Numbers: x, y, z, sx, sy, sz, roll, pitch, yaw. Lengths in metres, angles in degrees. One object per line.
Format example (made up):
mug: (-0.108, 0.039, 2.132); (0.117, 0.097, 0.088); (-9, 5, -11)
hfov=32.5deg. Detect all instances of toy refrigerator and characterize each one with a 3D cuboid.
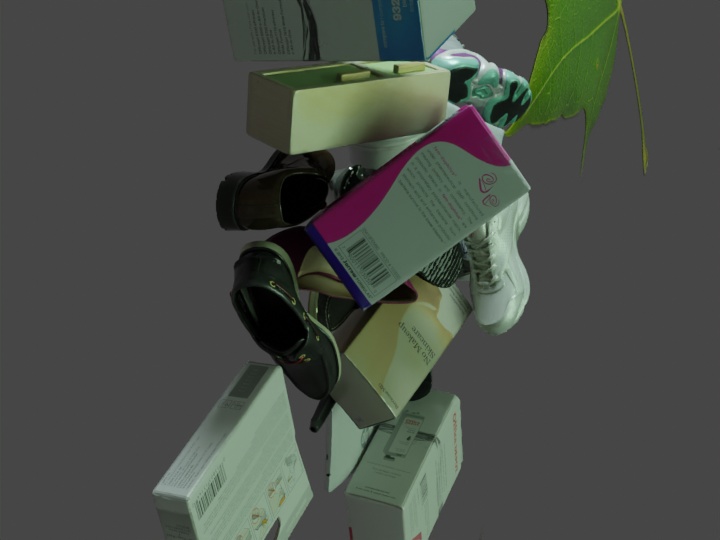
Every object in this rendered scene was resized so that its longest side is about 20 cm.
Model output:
toy refrigerator: (-0.010, -0.170, 1.223); (0.199, 0.076, 0.071); (-13, 118, -37)

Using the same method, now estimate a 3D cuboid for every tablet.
tablet: (0.001, 0.187, 1.541); (0.200, 0.014, 0.131); (-20, 115, -65)

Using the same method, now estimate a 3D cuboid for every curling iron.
curling iron: (-0.023, 0.109, 1.447); (0.201, 0.025, 0.050); (-64, 141, -38)

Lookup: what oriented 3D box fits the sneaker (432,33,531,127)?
sneaker: (0.134, -0.268, 1.614); (0.078, 0.140, 0.199); (-49, 143, 17)

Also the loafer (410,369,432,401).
loafer: (0.046, 0.062, 1.566); (0.072, 0.072, 0.202); (-123, -153, -75)

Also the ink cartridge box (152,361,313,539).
ink cartridge box: (-0.120, 0.219, 1.212); (0.200, 0.044, 0.177); (-55, 143, -49)

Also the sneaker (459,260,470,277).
sneaker: (0.071, -0.038, 1.576); (0.199, 0.114, 0.077); (27, 42, -38)

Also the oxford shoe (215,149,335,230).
oxford shoe: (-0.061, -0.079, 1.230); (0.200, 0.084, 0.073); (-44, 134, -59)

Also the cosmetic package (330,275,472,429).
cosmetic package: (0.038, 0.077, 1.437); (0.105, 0.071, 0.200); (50, 49, -15)

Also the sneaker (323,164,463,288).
sneaker: (0.031, -0.051, 1.380); (0.200, 0.088, 0.074); (40, 70, -28)

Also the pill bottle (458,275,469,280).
pill bottle: (0.136, -0.097, 1.663); (0.113, 0.112, 0.201); (-52, 142, -52)

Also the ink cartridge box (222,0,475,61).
ink cartridge box: (-0.010, -0.258, 1.156); (0.145, 0.198, 0.084); (-53, 140, -51)

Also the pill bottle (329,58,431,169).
pill bottle: (0.023, -0.219, 1.359); (0.113, 0.112, 0.201); (-51, 141, -52)

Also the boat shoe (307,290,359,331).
boat shoe: (0.000, 0.000, 1.421); (0.200, 0.064, 0.074); (-59, 149, -44)

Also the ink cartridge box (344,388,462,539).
ink cartridge box: (0.059, 0.268, 1.588); (0.200, 0.082, 0.147); (-58, 151, -43)

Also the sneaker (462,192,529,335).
sneaker: (0.148, -0.025, 1.467); (0.099, 0.077, 0.202); (24, 61, -51)

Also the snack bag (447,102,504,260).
snack bag: (0.123, -0.104, 1.504); (0.199, 0.021, 0.190); (17, 76, -54)

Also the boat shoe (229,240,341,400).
boat shoe: (-0.076, 0.064, 1.236); (0.063, 0.073, 0.202); (-78, 153, -45)

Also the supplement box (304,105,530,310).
supplement box: (0.056, -0.065, 1.216); (0.102, 0.199, 0.103); (54, 7, -5)

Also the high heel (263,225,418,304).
high heel: (-0.023, 0.002, 1.283); (0.199, 0.096, 0.068); (-4, 120, -52)
